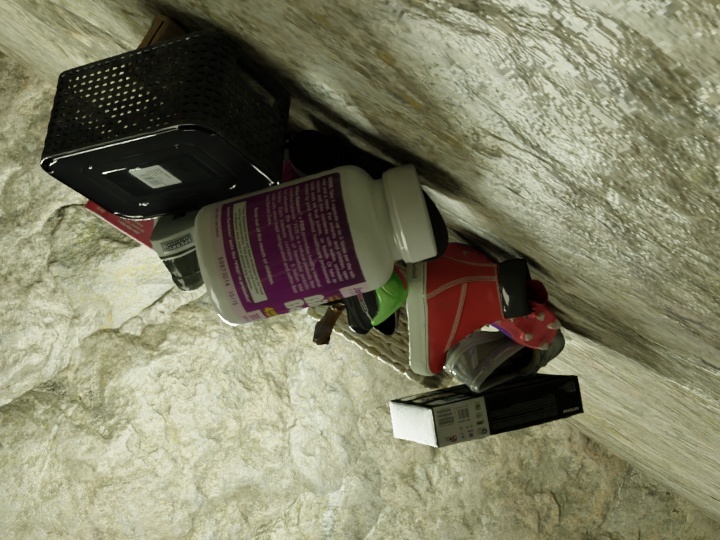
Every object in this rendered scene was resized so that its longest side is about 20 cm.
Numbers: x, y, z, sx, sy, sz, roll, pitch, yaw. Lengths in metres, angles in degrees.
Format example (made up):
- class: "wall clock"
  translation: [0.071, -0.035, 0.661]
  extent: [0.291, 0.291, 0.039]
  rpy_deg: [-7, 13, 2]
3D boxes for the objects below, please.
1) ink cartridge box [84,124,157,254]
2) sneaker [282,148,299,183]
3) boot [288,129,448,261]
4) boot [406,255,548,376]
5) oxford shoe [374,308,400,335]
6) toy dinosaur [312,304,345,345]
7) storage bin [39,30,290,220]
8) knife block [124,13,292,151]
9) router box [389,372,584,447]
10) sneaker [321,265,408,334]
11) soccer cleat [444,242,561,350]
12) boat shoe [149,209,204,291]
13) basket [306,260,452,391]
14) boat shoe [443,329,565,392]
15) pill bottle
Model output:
- class: "ink cartridge box"
  translation: [-0.228, -0.122, 1.289]
  extent: [0.144, 0.202, 0.084]
  rpy_deg: [35, 173, -34]
- class: "sneaker"
  translation: [-0.072, -0.105, 1.213]
  extent: [0.088, 0.082, 0.200]
  rpy_deg: [35, 172, 27]
- class: "boot"
  translation: [0.018, -0.060, 1.057]
  extent: [0.186, 0.069, 0.200]
  rpy_deg: [28, 178, 12]
- class: "boot"
  translation: [0.121, 0.053, 1.064]
  extent: [0.142, 0.073, 0.201]
  rpy_deg: [0, 149, 4]
- class: "oxford shoe"
  translation: [0.000, 0.000, 1.159]
  extent: [0.200, 0.070, 0.076]
  rpy_deg: [48, -159, -44]
- class: "toy dinosaur"
  translation: [0.012, -0.004, 1.112]
  extent: [0.061, 0.199, 0.107]
  rpy_deg: [49, 175, 37]
- class: "storage bin"
  translation: [-0.177, -0.125, 0.933]
  extent: [0.197, 0.095, 0.135]
  rpy_deg: [-9, 155, 28]
- class: "knife block"
  translation: [-0.146, -0.169, 1.044]
  extent: [0.174, 0.065, 0.200]
  rpy_deg: [32, 176, -7]
- class: "router box"
  translation: [0.152, 0.168, 1.260]
  extent: [0.197, 0.052, 0.149]
  rpy_deg: [-10, 180, -19]
- class: "sneaker"
  translation: [-0.032, -0.012, 1.017]
  extent: [0.076, 0.084, 0.200]
  rpy_deg: [29, -166, -43]
- class: "soccer cleat"
  translation: [0.146, 0.027, 1.157]
  extent: [0.199, 0.067, 0.076]
  rpy_deg: [32, -178, -29]
- class: "boat shoe"
  translation: [-0.167, -0.036, 1.026]
  extent: [0.200, 0.070, 0.065]
  rpy_deg: [-84, -23, -69]
- class: "basket"
  translation: [0.059, 0.044, 1.347]
  extent: [0.197, 0.162, 0.200]
  rpy_deg: [30, 178, 16]
- class: "boat shoe"
  translation: [0.183, 0.106, 1.229]
  extent: [0.200, 0.075, 0.065]
  rpy_deg: [-3, -141, -44]
- class: "pill bottle"
  translation: [-0.037, -0.027, 0.897]
  extent: [0.112, 0.197, 0.114]
  rpy_deg: [-15, -90, -83]
